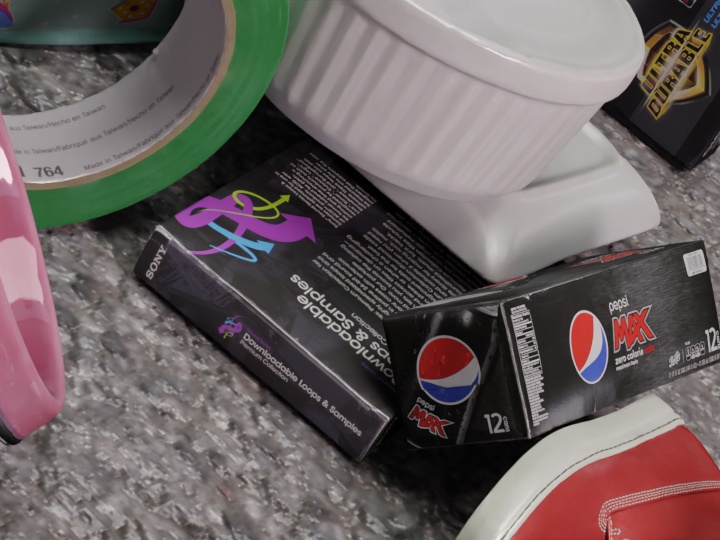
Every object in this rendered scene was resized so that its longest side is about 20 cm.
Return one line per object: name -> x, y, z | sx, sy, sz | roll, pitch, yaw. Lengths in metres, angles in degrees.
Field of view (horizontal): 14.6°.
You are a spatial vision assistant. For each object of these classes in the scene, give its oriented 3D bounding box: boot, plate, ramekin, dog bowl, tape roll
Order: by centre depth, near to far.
dog bowl -> -0.172, -0.015, 1.090 | 0.073, 0.201, 0.201 | -15, 44, 0
tape roll -> -0.131, -0.105, 1.234 | 0.199, 0.201, 0.048 | 4, 42, -34
boot -> 0.130, 0.138, 1.250 | 0.144, 0.073, 0.200 | 46, 33, 17
ramekin -> 0.028, -0.118, 1.339 | 0.201, 0.094, 0.203 | 26, 27, -14
plate -> 0.049, -0.081, 1.442 | 0.200, 0.032, 0.199 | 42, 28, 18

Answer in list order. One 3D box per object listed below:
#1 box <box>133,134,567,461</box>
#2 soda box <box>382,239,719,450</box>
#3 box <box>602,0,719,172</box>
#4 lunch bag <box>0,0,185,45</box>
box -> 0.000, 0.000, 1.351 | 0.143, 0.036, 0.200 | 39, 34, 12
soda box -> 0.094, 0.033, 1.313 | 0.200, 0.070, 0.064 | -14, 95, -56
box -> 0.165, -0.193, 1.573 | 0.198, 0.200, 0.050 | 40, 33, 11
lunch bag -> -0.097, -0.202, 1.408 | 0.199, 0.171, 0.122 | 2, 44, -33
